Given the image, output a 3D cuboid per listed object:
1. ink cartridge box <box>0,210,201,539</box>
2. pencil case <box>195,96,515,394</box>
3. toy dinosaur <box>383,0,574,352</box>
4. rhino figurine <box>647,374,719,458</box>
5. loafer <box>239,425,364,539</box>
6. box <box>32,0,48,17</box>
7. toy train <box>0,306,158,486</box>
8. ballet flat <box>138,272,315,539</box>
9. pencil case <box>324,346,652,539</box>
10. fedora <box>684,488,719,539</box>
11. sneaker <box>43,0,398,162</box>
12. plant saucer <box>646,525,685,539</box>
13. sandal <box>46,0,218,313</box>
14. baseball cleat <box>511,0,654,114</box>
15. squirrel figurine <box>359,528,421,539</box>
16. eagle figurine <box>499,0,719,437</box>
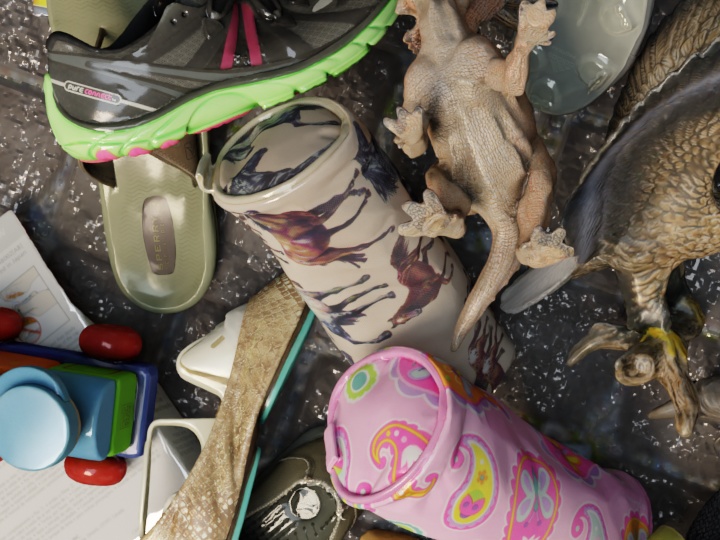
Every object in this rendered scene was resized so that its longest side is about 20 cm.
[{"bbox_3d":[-0.195,0.092,0.942,0.160,0.047,0.201,-37,82,12],"label":"ink cartridge box"},{"bbox_3d":[0.000,0.000,0.831,0.089,0.078,0.200,-28,128,11],"label":"pencil case"},{"bbox_3d":[0.061,-0.070,0.800,0.085,0.136,0.202,-8,104,9],"label":"toy dinosaur"},{"bbox_3d":[0.246,0.057,0.847,0.198,0.087,0.060,-13,75,9],"label":"rhino figurine"},{"bbox_3d":[-0.070,0.169,0.914,0.075,0.070,0.200,39,101,2],"label":"loafer"},{"bbox_3d":[-0.099,-0.230,0.882,0.135,0.038,0.202,7,98,6],"label":"box"},{"bbox_3d":[-0.216,0.063,0.862,0.198,0.116,0.085,8,93,12],"label":"toy train"},{"bbox_3d":[-0.075,0.077,0.874,0.065,0.071,0.201,20,71,-3],"label":"ballet flat"},{"bbox_3d":[0.068,0.111,0.832,0.087,0.088,0.200,-46,133,11],"label":"pencil case"},{"bbox_3d":[0.218,0.170,0.850,0.091,0.200,0.202,26,102,39],"label":"fedora"},{"bbox_3d":[-0.065,-0.121,0.823,0.199,0.077,0.084,-25,103,-19],"label":"sneaker"},{"bbox_3d":[0.159,0.223,0.783,0.031,0.200,0.202,-14,95,-3],"label":"plant saucer"},{"bbox_3d":[-0.118,-0.067,0.878,0.079,0.057,0.202,-6,111,15],"label":"sandal"},{"bbox_3d":[0.135,-0.175,0.841,0.069,0.107,0.201,28,130,11],"label":"baseball cleat"},{"bbox_3d":[0.059,0.245,0.845,0.198,0.187,0.143,16,99,6],"label":"squirrel figurine"},{"bbox_3d":[0.158,-0.047,0.820,0.150,0.152,0.202,-14,116,-26],"label":"eagle figurine"}]
